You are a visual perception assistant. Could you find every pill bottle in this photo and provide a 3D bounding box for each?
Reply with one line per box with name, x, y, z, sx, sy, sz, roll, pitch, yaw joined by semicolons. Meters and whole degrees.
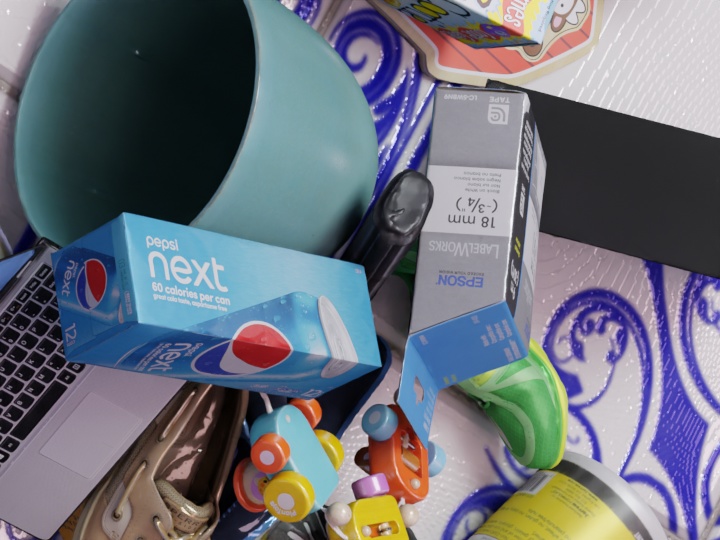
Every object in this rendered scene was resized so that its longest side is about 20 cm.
pill bottle;0.111;0.230;1.871;0.200;0.114;0.114;-43;118;-21

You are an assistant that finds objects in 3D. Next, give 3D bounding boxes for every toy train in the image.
toy train;-0.020;0.119;1.691;0.200;0.056;0.151;36;39;-44

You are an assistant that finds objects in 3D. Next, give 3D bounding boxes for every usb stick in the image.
usb stick;0.000;0.000;1.678;0.033;0.200;0.056;27;60;-4

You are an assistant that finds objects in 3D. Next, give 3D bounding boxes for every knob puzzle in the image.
knob puzzle;0.103;-0.213;1.849;0.219;0.030;0.220;-5;100;-33

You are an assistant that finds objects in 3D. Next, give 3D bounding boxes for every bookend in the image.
bookend;0.182;-0.051;1.874;0.199;0.199;0.092;15;88;10

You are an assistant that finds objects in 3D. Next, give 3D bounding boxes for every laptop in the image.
laptop;-0.212;0.087;1.554;0.200;0.116;0.187;31;118;-23

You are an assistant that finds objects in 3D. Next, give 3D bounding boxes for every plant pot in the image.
plant pot;-0.085;-0.078;1.652;0.161;0.200;0.201;21;85;-48

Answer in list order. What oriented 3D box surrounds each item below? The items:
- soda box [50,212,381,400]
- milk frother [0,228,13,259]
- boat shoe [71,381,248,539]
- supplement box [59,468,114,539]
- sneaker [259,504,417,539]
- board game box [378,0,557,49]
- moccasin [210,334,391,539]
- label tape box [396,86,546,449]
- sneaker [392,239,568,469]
soda box;-0.080;0.023;1.553;0.200;0.064;0.068;12;60;-46
milk frother;-0.294;0.003;1.513;0.188;0.200;0.181;-42;120;-22
boat shoe;-0.123;0.146;1.652;0.071;0.064;0.201;19;86;-34
supplement box;-0.141;0.181;1.724;0.069;0.066;0.200;-35;114;-25
sneaker;-0.025;0.208;1.763;0.200;0.090;0.078;23;39;-61
board game box;0.031;-0.230;1.731;0.200;0.103;0.105;24;83;-22
moccasin;-0.056;0.102;1.763;0.068;0.080;0.200;46;48;-13
label tape box;0.073;0.003;1.698;0.144;0.063;0.201;60;35;-72
sneaker;0.073;0.055;1.847;0.084;0.074;0.200;-36;106;-27
